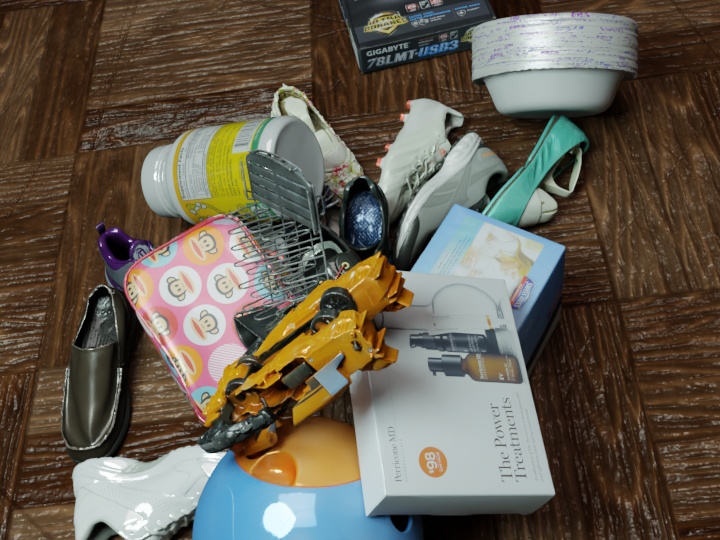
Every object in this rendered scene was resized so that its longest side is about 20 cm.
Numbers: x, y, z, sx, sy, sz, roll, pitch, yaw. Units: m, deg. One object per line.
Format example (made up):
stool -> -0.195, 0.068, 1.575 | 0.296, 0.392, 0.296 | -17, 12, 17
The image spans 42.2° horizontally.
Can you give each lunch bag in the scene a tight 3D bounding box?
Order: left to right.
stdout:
lunch bag -> -0.135, 0.046, 0.987 | 0.174, 0.082, 0.202 | -31, 79, -12

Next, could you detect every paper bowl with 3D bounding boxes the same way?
paper bowl -> 0.232, -0.241, 1.123 | 0.196, 0.201, 0.107 | 1, 94, 9

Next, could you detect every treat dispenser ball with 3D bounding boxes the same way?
treat dispenser ball -> -0.045, 0.227, 0.799 | 0.197, 0.202, 0.204 | -4, 53, 6

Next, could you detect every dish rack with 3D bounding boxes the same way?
dish rack -> -0.076, -0.006, 0.860 | 0.054, 0.204, 0.153 | -20, 26, -28

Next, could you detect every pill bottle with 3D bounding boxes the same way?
pill bottle -> -0.149, -0.107, 1.054 | 0.197, 0.113, 0.114 | -2, 51, 31

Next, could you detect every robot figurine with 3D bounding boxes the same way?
robot figurine -> -0.049, 0.075, 0.732 | 0.199, 0.058, 0.146 | -38, 18, 33

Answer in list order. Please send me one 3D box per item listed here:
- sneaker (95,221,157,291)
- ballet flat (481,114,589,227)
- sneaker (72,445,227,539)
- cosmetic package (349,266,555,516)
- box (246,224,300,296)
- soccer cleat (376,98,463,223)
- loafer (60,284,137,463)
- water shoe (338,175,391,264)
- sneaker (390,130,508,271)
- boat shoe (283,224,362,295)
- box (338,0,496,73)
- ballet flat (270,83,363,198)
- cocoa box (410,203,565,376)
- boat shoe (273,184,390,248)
sneaker -> -0.226, 0.015, 1.055 | 0.198, 0.088, 0.075 | 25, 61, 25
ballet flat -> 0.209, -0.099, 1.087 | 0.070, 0.068, 0.201 | 32, 65, 14
sneaker -> -0.188, 0.232, 0.908 | 0.196, 0.078, 0.101 | -11, 59, 13
cosmetic package -> 0.067, 0.099, 0.777 | 0.148, 0.052, 0.203 | 3, 56, -19
box -> -0.099, -0.014, 1.086 | 0.038, 0.042, 0.200 | -35, 55, -16
soccer cleat -> 0.070, -0.135, 1.134 | 0.076, 0.070, 0.202 | 13, 54, 14
loafer -> -0.288, 0.105, 1.000 | 0.071, 0.072, 0.204 | -5, 63, 5
water shoe -> 0.000, 0.000, 1.003 | 0.070, 0.079, 0.204 | -7, 77, 8
sneaker -> 0.101, -0.072, 1.079 | 0.079, 0.074, 0.201 | 36, 70, 8
boat shoe -> -0.022, 0.020, 0.899 | 0.073, 0.063, 0.202 | -38, 37, -1
box -> 0.072, -0.380, 1.325 | 0.196, 0.050, 0.201 | -13, 54, -1
ballet flat -> -0.061, -0.163, 1.175 | 0.075, 0.064, 0.200 | -30, 56, -15
cocoa box -> 0.108, 0.062, 0.939 | 0.132, 0.132, 0.201 | 22, 60, 23
boat shoe -> -0.055, -0.065, 1.096 | 0.198, 0.073, 0.073 | 25, 62, 25
